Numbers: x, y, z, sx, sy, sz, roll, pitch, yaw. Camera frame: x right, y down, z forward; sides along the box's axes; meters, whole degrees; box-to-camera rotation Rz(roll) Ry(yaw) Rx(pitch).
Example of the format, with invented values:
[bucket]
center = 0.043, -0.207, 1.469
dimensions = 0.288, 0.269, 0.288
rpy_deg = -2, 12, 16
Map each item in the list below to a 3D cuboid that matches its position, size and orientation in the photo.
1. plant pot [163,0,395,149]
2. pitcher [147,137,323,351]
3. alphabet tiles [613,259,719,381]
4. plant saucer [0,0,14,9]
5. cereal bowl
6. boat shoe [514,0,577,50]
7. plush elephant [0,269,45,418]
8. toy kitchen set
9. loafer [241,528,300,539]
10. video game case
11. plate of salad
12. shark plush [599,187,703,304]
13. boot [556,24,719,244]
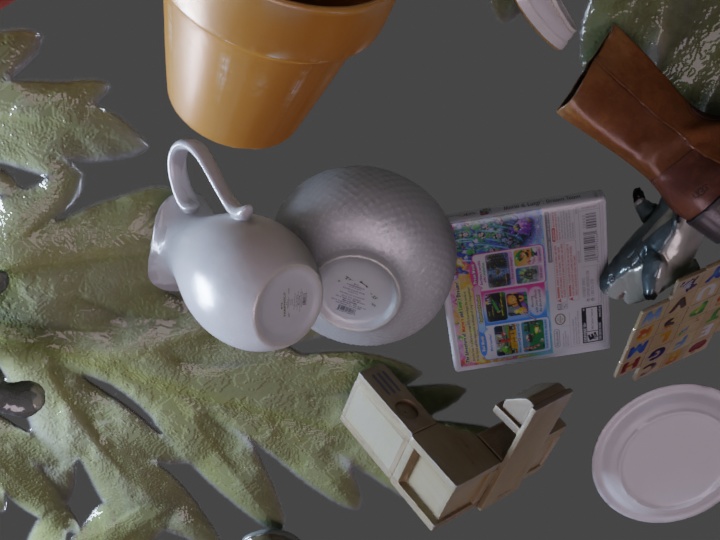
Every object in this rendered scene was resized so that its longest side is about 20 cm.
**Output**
[plant pot]
center = -0.085, -0.210, 0.792
dimensions = 0.197, 0.202, 0.184
rpy_deg = 16, 138, -12
[pitcher]
center = -0.126, -0.025, 0.909
dimensions = 0.120, 0.199, 0.174
rpy_deg = -20, 123, -35
[alphabet tiles]
center = 0.350, 0.049, 1.005
dimensions = 0.164, 0.006, 0.201
rpy_deg = -22, 148, -13
[plant saucer]
center = -0.348, -0.314, 0.797
dimensions = 0.197, 0.037, 0.201
rpy_deg = -25, 121, 15
[cereal bowl]
center = 0.000, 0.000, 0.971
dimensions = 0.197, 0.084, 0.203
rpy_deg = 3, 124, 5
[boat shoe]
center = 0.142, -0.281, 0.807
dimensions = 0.069, 0.071, 0.201
rpy_deg = -29, 118, 19
[plush elephant]
center = -0.429, 0.048, 0.982
dimensions = 0.199, 0.163, 0.157
rpy_deg = 19, 86, -51
[toy kitchen set]
center = 0.123, 0.149, 1.094
dimensions = 0.198, 0.181, 0.165
rpy_deg = -15, 139, -41
[loafer]
center = -0.091, 0.420, 1.270
dimensions = 0.074, 0.070, 0.201
rpy_deg = -26, 120, 16
[video game case]
center = 0.178, 0.016, 1.035
dimensions = 0.179, 0.024, 0.202
rpy_deg = -9, 124, 5
[plate of salad]
center = 0.376, 0.220, 1.160
dimensions = 0.196, 0.048, 0.203
rpy_deg = -1, 114, -3
[shark plush]
center = 0.297, -0.056, 0.953
dimensions = 0.090, 0.083, 0.203
rpy_deg = -15, 122, -34
[boot]
center = 0.303, -0.153, 0.891
dimensions = 0.199, 0.068, 0.189
rpy_deg = 40, 78, 1
